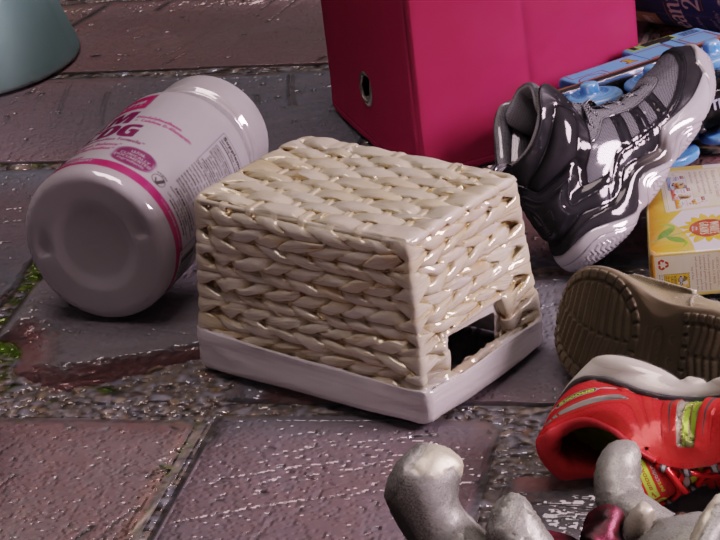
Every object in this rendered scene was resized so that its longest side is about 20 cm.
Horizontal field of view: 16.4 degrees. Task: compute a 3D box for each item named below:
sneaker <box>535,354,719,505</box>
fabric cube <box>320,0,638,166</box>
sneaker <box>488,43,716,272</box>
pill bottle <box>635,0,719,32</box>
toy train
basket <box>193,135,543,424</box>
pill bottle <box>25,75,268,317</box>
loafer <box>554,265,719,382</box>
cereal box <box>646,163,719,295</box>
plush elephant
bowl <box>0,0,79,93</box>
[{"bbox_3d":[0.186,0.107,1.405,0.199,0.077,0.085,5,38,41],"label":"sneaker"},{"bbox_3d":[0.087,-0.213,1.947,0.199,0.201,0.196,-16,27,-17],"label":"fabric cube"},{"bbox_3d":[0.163,-0.104,1.720,0.200,0.114,0.075,-56,16,-27],"label":"sneaker"},{"bbox_3d":[0.275,-0.259,2.091,0.199,0.112,0.111,13,32,37],"label":"pill bottle"},{"bbox_3d":[0.205,-0.117,1.852,0.199,0.087,0.114,-20,18,-19],"label":"toy train"},{"bbox_3d":[0.000,0.000,1.606,0.199,0.124,0.135,12,30,38],"label":"basket"},{"bbox_3d":[-0.146,-0.059,1.788,0.113,0.114,0.200,3,26,22],"label":"pill bottle"},{"bbox_3d":[0.189,0.047,1.517,0.068,0.076,0.200,14,5,-32],"label":"loafer"},{"bbox_3d":[0.293,-0.034,1.690,0.199,0.040,0.144,-4,24,8],"label":"cereal box"},{"bbox_3d":[0.119,0.151,1.216,0.154,0.165,0.200,-32,61,-17],"label":"plush elephant"},{"bbox_3d":[-0.356,-0.233,2.232,0.199,0.106,0.201,-6,25,3],"label":"bowl"}]
